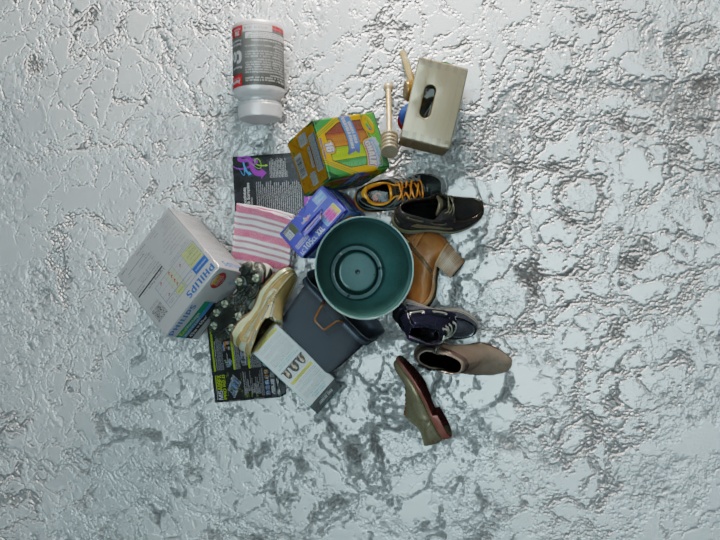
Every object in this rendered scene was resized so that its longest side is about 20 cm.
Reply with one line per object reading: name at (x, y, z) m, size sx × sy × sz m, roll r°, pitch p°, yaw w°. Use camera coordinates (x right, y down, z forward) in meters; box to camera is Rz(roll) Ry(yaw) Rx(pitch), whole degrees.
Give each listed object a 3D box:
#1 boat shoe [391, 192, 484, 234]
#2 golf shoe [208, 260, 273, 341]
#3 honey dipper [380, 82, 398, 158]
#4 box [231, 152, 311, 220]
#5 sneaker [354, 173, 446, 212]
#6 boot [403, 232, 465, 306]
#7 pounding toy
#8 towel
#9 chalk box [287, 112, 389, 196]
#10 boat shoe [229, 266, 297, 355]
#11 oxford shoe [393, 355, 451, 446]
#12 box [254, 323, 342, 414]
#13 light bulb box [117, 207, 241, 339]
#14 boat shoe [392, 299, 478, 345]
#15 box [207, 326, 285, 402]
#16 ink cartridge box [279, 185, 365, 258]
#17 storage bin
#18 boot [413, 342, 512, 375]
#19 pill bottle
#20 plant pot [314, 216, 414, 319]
boat shoe at (0.163, -0.118, 1.530) m, size 0.197 × 0.073 × 0.075 m, roll -10°, pitch 70°, yaw -9°
golf shoe at (-0.252, 0.070, 1.618) m, size 0.077 × 0.088 × 0.201 m, roll 41°, pitch 108°, yaw 16°
honey dipper at (0.061, -0.319, 1.551) m, size 0.037 × 0.038 × 0.202 m, roll -7°, pitch 54°, yaw 12°
box at (-0.185, -0.185, 1.654) m, size 0.197 × 0.036 × 0.145 m, roll -2°, pitch 91°, yaw 11°
sneaker at (0.085, -0.161, 1.565) m, size 0.197 × 0.077 × 0.079 m, roll -11°, pitch 85°, yaw -1°
boot at (0.105, 0.002, 1.577) m, size 0.154 × 0.074 × 0.201 m, roll 41°, pitch 90°, yaw 10°
pounding toy at (0.129, -0.353, 1.521) m, size 0.140 × 0.184 × 0.203 m, roll 13°, pitch 94°, yaw 0°
towel at (-0.218, -0.038, 1.647) m, size 0.144 × 0.030 × 0.203 m, roll 12°, pitch 106°, yaw 13°
chalk box at (-0.027, -0.244, 1.552) m, size 0.198 × 0.124 × 0.126 m, roll -16°, pitch 86°, yaw -32°
boat shoe at (-0.186, 0.089, 1.570) m, size 0.076 × 0.072 × 0.201 m, roll 33°, pitch 87°, yaw 32°
oxford shoe at (0.113, 0.278, 1.577) m, size 0.074 × 0.070 × 0.202 m, roll -31°, pitch 83°, yaw 16°
box at (-0.138, 0.209, 1.613) m, size 0.200 × 0.049 × 0.082 m, roll 44°, pitch 84°, yaw -4°
light bulb box at (-0.387, 0.010, 1.633) m, size 0.200 × 0.125 × 0.199 m, roll 45°, pitch 101°, yaw 23°
boat shoe at (0.163, 0.121, 1.508) m, size 0.197 × 0.093 × 0.075 m, roll 11°, pitch 117°, yaw -22°
box at (-0.256, 0.187, 1.671) m, size 0.158 × 0.044 × 0.203 m, roll -7°, pitch 89°, yaw 13°
ink cartridge box at (-0.080, -0.096, 1.545) m, size 0.076 × 0.200 × 0.137 m, roll 45°, pitch 101°, yaw 13°
storage bin at (-0.072, 0.116, 1.588) m, size 0.200 × 0.145 × 0.135 m, roll 44°, pitch 109°, yaw 9°
boot at (0.206, 0.185, 1.514) m, size 0.197 × 0.146 × 0.071 m, roll 5°, pitch 92°, yaw 13°
pill bottle at (-0.220, -0.428, 1.619) m, size 0.112 × 0.114 × 0.203 m, roll -1°, pitch 90°, yaw 12°
plant pot at (0.000, 0.000, 1.524) m, size 0.197 × 0.134 × 0.204 m, roll 1°, pitch 85°, yaw -7°
